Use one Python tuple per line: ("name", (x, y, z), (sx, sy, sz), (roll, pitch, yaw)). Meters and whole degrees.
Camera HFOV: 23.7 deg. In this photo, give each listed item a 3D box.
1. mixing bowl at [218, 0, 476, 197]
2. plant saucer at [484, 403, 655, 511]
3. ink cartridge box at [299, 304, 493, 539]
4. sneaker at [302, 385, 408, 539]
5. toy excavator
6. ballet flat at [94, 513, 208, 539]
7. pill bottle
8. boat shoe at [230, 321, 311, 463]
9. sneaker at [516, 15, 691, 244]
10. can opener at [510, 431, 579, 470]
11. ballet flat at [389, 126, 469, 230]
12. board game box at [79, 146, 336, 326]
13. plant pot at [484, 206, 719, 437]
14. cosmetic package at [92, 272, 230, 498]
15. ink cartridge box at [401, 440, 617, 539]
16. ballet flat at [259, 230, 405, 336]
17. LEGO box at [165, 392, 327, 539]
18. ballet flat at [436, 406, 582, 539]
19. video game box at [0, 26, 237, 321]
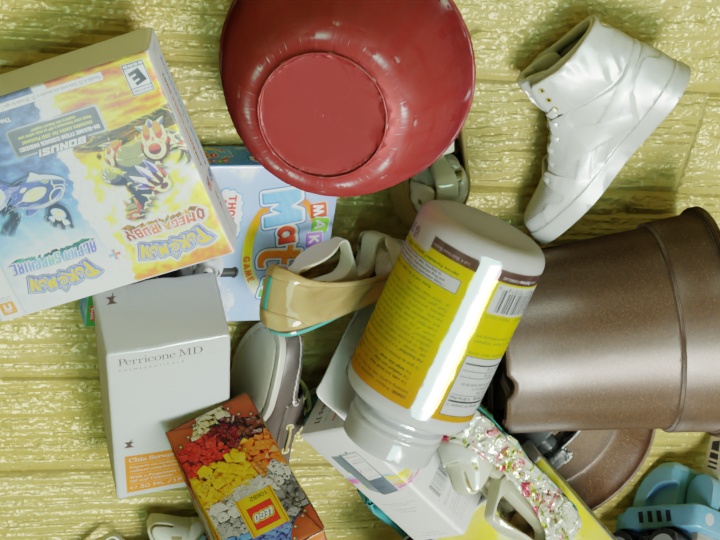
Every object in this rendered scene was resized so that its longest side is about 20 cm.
("mixing bowl", (-0.019, -0.131, 1.266), (0.199, 0.108, 0.201), (4, 116, 8))
("plant saucer", (0.182, 0.158, 1.627), (0.199, 0.037, 0.201), (-9, 125, -14))
("ink cartridge box", (0.027, 0.128, 1.486), (0.067, 0.117, 0.200), (-15, 128, 46))
("sneaker", (0.014, 0.172, 1.549), (0.077, 0.080, 0.200), (-35, 124, 6))
("toy excavator", (0.339, 0.213, 1.686), (0.100, 0.201, 0.194), (22, 158, -31))
("ballet flat", (-0.195, 0.258, 1.548), (0.199, 0.074, 0.074), (-25, 128, -6))
("pill bottle", (0.060, 0.053, 1.363), (0.109, 0.109, 0.201), (16, 107, -28))
("boat shoe", (-0.078, 0.120, 1.487), (0.059, 0.072, 0.201), (-5, 132, -27))
("sneaker", (0.167, -0.121, 1.420), (0.115, 0.074, 0.200), (29, 121, -13))
("can opener", (0.127, 0.198, 1.590), (0.066, 0.053, 0.200), (43, 102, -1))
("ballet flat", (0.056, -0.096, 1.382), (0.068, 0.063, 0.201), (-17, 127, -10))
("board game box", (-0.123, -0.028, 1.393), (0.199, 0.037, 0.152), (-2, 123, -19))
("plant pot", (0.205, 0.053, 1.477), (0.197, 0.201, 0.201), (-5, 125, -6))
("cosmetic package", (-0.161, 0.097, 1.413), (0.101, 0.071, 0.201), (-9, 140, -11))
("ink cartridge box", (0.139, 0.285, 1.569), (0.197, 0.047, 0.200), (-40, 110, 6))
("ballet flat", (0.000, 0.000, 1.405), (0.200, 0.068, 0.063), (-20, 117, -44))
("LEGO box", (-0.080, 0.222, 1.419), (0.077, 0.149, 0.200), (-26, 144, -11))
("ballet flat", (0.115, 0.178, 1.458), (0.200, 0.076, 0.064), (44, 59, -20))
("video game box", (-0.216, -0.068, 1.291), (0.199, 0.047, 0.183), (-17, 123, 9))
